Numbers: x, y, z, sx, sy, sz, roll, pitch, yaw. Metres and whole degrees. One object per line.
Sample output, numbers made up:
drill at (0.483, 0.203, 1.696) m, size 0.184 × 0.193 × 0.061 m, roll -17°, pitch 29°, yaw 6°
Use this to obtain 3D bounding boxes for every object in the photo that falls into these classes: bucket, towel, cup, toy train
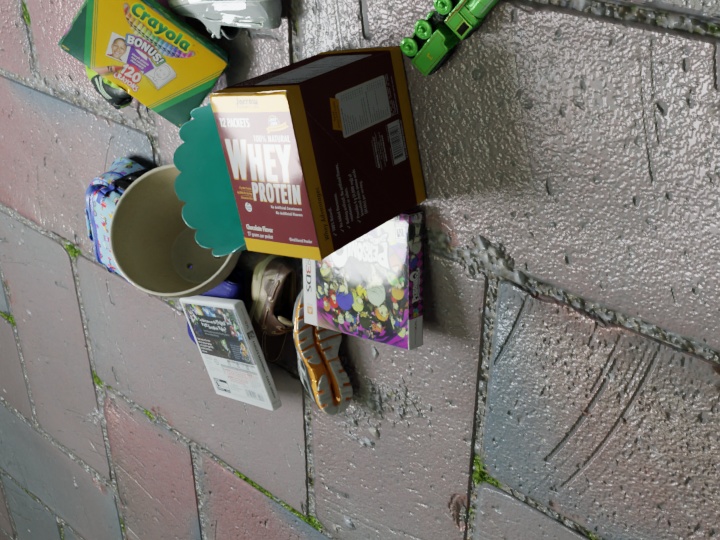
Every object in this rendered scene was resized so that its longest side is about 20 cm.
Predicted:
bucket at (-0.146, -0.129, 1.217) m, size 0.206 × 0.134 × 0.209 m, roll 14°, pitch 109°, yaw 45°
towel at (-0.242, 0.061, 1.524) m, size 0.147 × 0.049 × 0.201 m, roll 36°, pitch 135°, yaw 34°
cup at (-0.262, -0.043, 1.377) m, size 0.200 × 0.200 × 0.143 m, roll 44°, pitch 175°, yaw 16°
toy train at (0.112, -0.286, 0.970) m, size 0.056 × 0.042 × 0.200 m, roll 46°, pitch 138°, yaw 0°

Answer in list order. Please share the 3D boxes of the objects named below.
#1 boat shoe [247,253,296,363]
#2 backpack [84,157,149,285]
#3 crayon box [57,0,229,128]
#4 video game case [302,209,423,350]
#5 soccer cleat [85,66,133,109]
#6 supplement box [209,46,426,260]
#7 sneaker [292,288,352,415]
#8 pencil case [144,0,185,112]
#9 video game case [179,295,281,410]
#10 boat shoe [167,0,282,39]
boat shoe at (-0.128, 0.070, 1.396) m, size 0.072 × 0.072 × 0.201 m, roll 29°, pitch 125°, yaw 32°
backpack at (-0.394, -0.089, 1.518) m, size 0.199 × 0.134 × 0.184 m, roll 30°, pitch 131°, yaw 33°
crayon box at (-0.294, -0.303, 1.241) m, size 0.199 × 0.058 × 0.119 m, roll 33°, pitch 109°, yaw -21°
video game case at (0.000, 0.000, 1.226) m, size 0.199 × 0.036 × 0.183 m, roll 12°, pitch 109°, yaw 40°
soccer cleat at (-0.378, -0.291, 1.419) m, size 0.200 × 0.067 × 0.081 m, roll 33°, pitch 149°, yaw 53°
supplement box at (-0.045, -0.145, 1.085) m, size 0.132 × 0.200 × 0.199 m, roll 8°, pitch 119°, yaw 42°
sneaker at (-0.069, 0.120, 1.366) m, size 0.077 × 0.078 × 0.202 m, roll 21°, pitch 122°, yaw 60°
pencil case at (-0.292, -0.337, 1.307) m, size 0.087 × 0.087 × 0.201 m, roll 19°, pitch 127°, yaw 36°
video game case at (-0.212, 0.128, 1.454) m, size 0.199 × 0.023 × 0.183 m, roll 3°, pitch 116°, yaw 55°
boat shoe at (-0.183, -0.343, 1.203) m, size 0.200 × 0.070 × 0.072 m, roll 10°, pitch 118°, yaw 39°
